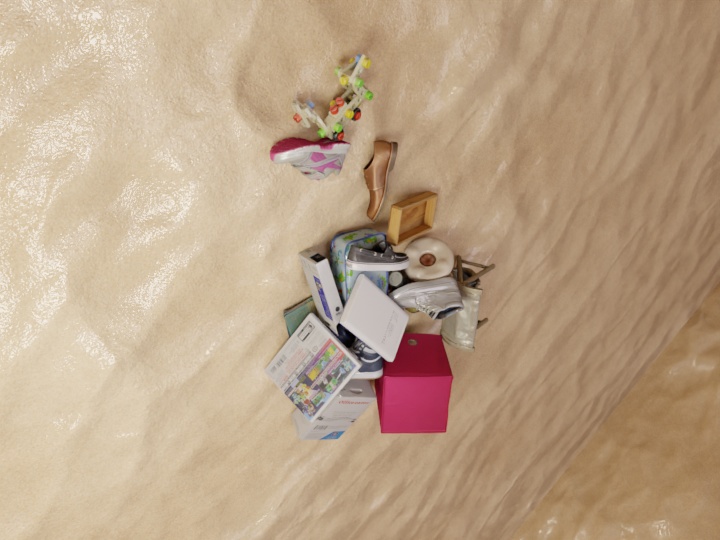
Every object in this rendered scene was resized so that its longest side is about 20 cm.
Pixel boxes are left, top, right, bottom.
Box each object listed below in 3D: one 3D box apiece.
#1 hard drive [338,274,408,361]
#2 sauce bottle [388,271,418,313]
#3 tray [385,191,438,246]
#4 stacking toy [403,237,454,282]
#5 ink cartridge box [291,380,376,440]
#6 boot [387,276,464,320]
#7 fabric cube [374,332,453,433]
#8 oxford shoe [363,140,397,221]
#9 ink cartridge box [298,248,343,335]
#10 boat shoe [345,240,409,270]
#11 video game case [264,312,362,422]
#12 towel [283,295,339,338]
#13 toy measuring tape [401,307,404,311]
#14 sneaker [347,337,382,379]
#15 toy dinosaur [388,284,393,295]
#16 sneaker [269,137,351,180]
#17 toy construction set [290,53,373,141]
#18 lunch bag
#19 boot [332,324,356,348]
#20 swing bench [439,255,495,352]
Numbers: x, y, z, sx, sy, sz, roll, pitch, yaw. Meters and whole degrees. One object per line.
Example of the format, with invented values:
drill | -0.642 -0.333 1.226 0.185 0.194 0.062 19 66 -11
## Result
hard drive | 0.038 0.120 1.410 0.200 0.025 0.134 42 61 -36
sauce bottle | 0.124 0.059 1.567 0.065 0.064 0.200 -51 148 -4
tray | 0.136 -0.138 1.478 0.199 0.036 0.101 -28 131 -52
stacking toy | 0.193 0.016 1.614 0.145 0.146 0.201 -38 150 -15
ink cartridge box | -0.074 0.374 1.553 0.145 0.087 0.201 13 125 -42
boot | 0.172 0.085 1.479 0.196 0.097 0.074 -14 148 -7
fabric cube | 0.145 0.318 1.615 0.191 0.200 0.204 2 116 -3
oxford shoe | 0.036 -0.220 1.392 0.070 0.072 0.204 8 111 -10
ink cartridge box | -0.089 0.052 1.383 0.039 0.099 0.204 -27 119 -23
boat shoe | 0.047 -0.040 1.378 0.197 0.069 0.068 -2 107 -37
video game case | -0.120 0.242 1.411 0.201 0.182 0.023 -49 168 12
towel | -0.106 0.122 1.482 0.198 0.022 0.149 -30 129 -26
toy measuring tape | 0.038 0.154 1.553 0.073 0.074 0.200 7 136 -40
sneaker | -0.037 0.221 1.451 0.195 0.070 0.111 -2 110 -11
toy dinosaur | 0.068 0.092 1.591 0.197 0.061 0.107 -2 139 -34
sneaker | -0.108 -0.240 1.243 0.197 0.081 0.090 -9 117 -34
toy construction set | -0.052 -0.360 1.215 0.199 0.093 0.132 -37 156 -7
lunch bag | 0.000 0.000 1.442 0.159 0.082 0.204 -18 117 -36
boot | -0.028 0.218 1.539 0.090 0.073 0.200 -41 142 8
swing bench | 0.305 0.094 1.663 0.200 0.127 0.203 -43 141 -56
